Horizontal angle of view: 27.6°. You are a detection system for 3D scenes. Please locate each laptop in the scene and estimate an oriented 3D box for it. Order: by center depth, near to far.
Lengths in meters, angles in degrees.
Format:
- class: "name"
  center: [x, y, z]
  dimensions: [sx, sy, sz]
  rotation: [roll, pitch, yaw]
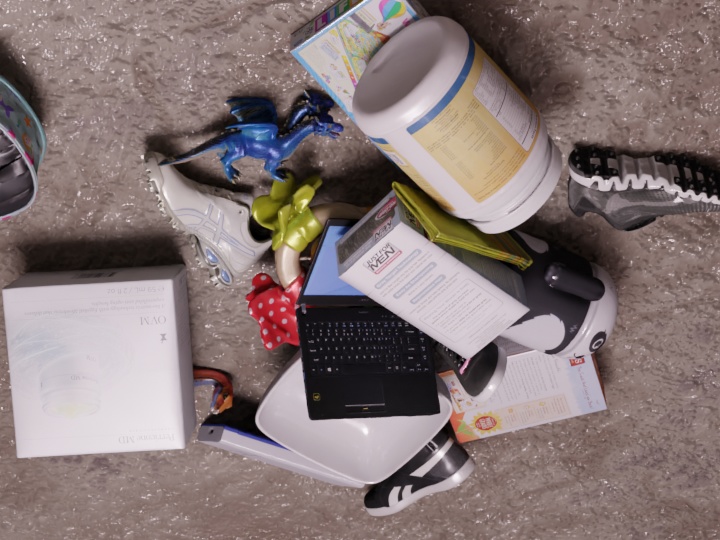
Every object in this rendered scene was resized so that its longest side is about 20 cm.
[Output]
- class: "laptop"
  center: [0.027, 0.056, 1.629]
  dimensions: [0.176, 0.202, 0.103]
  rotation: [1, 163, -31]

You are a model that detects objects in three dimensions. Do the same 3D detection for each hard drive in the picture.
- class: "hard drive"
  center: [-0.103, 0.240, 1.903]
  dimensions: [0.198, 0.026, 0.132]
  rotation: [20, 168, -17]

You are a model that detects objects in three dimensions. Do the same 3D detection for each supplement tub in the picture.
- class: "supplement tub"
  center: [0.102, -0.146, 1.508]
  dimensions: [0.144, 0.145, 0.200]
  rotation: [-33, 124, 24]

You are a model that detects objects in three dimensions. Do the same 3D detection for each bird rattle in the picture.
- class: "bird rattle"
  center: [-0.049, -0.007, 1.651]
  dimensions: [0.161, 0.113, 0.202]
  rotation: [-1, 109, -6]

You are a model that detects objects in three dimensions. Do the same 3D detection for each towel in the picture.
- class: "towel"
  center: [0.110, -0.046, 1.575]
  dimensions: [0.018, 0.086, 0.199]
  rotation: [-51, 148, 17]

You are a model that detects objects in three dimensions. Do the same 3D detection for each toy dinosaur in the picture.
- class: "toy dinosaur"
  center: [-0.256, 0.142, 1.831]
  dimensions: [0.180, 0.105, 0.202]
  rotation: [-20, 119, -8]

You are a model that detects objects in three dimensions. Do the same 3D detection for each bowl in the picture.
- class: "bowl"
  center: [-0.009, 0.150, 1.767]
  dimensions: [0.199, 0.075, 0.200]
  rotation: [29, 127, -19]

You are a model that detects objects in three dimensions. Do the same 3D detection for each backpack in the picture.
- class: "backpack"
  center: [-0.435, -0.130, 1.551]
  dimensions: [0.198, 0.152, 0.178]
  rotation: [-14, 132, 20]

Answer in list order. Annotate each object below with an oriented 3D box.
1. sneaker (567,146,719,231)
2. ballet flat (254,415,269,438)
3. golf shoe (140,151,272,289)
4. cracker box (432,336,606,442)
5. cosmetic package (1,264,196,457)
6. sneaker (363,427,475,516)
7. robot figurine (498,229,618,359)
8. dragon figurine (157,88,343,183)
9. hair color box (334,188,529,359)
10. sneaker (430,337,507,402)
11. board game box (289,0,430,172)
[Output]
- class: "sneaker"
  center: [0.325, -0.084, 1.666]
  dimensions: [0.198, 0.067, 0.091]
  rotation: [8, 133, -3]
- class: "ballet flat"
  center: [-0.039, 0.175, 1.883]
  dimensions: [0.199, 0.068, 0.072]
  rotation: [-28, 145, 16]
- class: "golf shoe"
  center: [-0.174, -0.075, 1.668]
  dimensions: [0.097, 0.079, 0.200]
  rotation: [-32, 131, 3]
- class: "cracker box"
  center: [0.200, 0.135, 1.850]
  dimensions: [0.198, 0.058, 0.135]
  rotation: [-14, 130, 11]
- class: "cosmetic package"
  center: [-0.302, 0.105, 1.715]
  dimensions: [0.197, 0.123, 0.202]
  rotation: [-4, 99, 1]
- class: "sneaker"
  center: [0.055, 0.249, 1.945]
  dimensions: [0.199, 0.073, 0.112]
  rotation: [-31, 99, 42]
- class: "robot figurine"
  center: [0.205, 0.030, 1.715]
  dimensions: [0.198, 0.150, 0.126]
  rotation: [21, 107, -17]
- class: "dragon figurine"
  center: [-0.120, -0.152, 1.598]
  dimensions: [0.198, 0.059, 0.100]
  rotation: [3, 129, -8]
- class: "hair color box"
  center: [0.078, 0.007, 1.581]
  dimensions: [0.199, 0.061, 0.099]
  rotation: [33, 120, -31]
- class: "sneaker"
  center: [0.107, 0.087, 1.724]
  dimensions: [0.099, 0.200, 0.071]
  rotation: [30, 103, -17]
- class: "board game box"
  center: [0.037, -0.211, 1.570]
  dimensions: [0.134, 0.034, 0.200]
  rotation: [-30, 124, 22]
